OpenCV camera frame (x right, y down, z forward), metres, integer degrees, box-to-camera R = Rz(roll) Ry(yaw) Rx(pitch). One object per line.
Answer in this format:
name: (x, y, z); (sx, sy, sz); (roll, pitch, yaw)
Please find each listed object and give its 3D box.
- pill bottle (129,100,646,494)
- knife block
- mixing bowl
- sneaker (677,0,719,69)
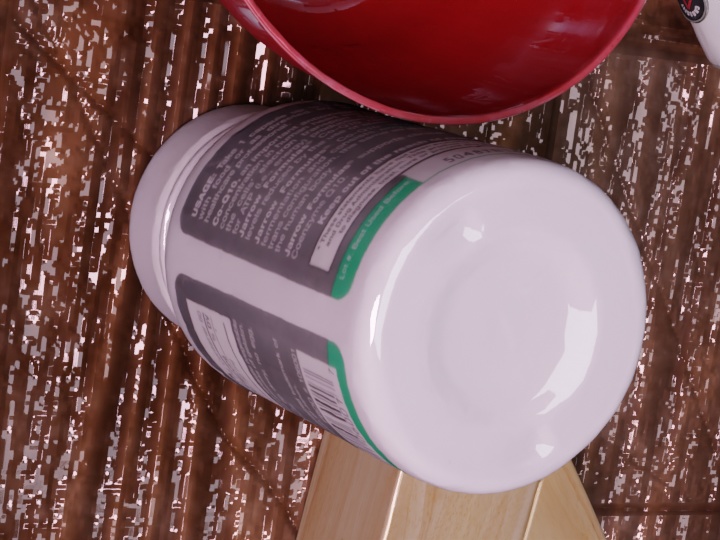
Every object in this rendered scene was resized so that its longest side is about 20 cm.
pill bottle: (0.000, 0.000, 0.771); (0.113, 0.200, 0.113); (-8, 106, -29)
knife block: (0.020, 0.067, 0.880); (0.200, 0.064, 0.176); (-36, 116, -18)
mixing bowl: (0.005, -0.150, 0.785); (0.200, 0.108, 0.200); (-1, 91, -30)
sneaker: (0.224, -0.142, 0.949); (0.200, 0.074, 0.089); (-19, 111, -15)
